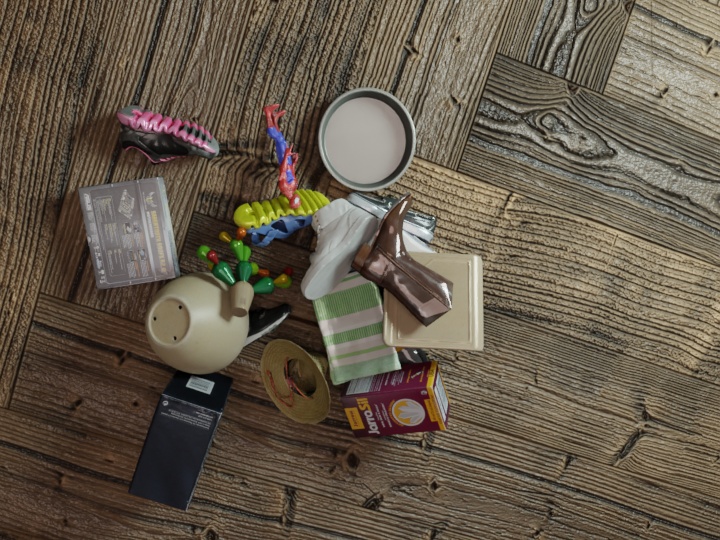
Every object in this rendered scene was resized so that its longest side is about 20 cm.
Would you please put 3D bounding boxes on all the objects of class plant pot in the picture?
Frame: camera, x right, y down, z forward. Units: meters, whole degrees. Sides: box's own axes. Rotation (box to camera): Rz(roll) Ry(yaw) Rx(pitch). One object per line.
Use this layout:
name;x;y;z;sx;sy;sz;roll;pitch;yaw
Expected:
plant pot;-0.329;0.099;1.141;0.197;0.134;0.204;-1;84;12

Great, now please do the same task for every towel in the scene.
towel;-0.016;0.109;1.164;0.151;0.023;0.203;-18;84;24

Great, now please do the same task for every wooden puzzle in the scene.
wooden puzzle;0.140;0.058;1.151;0.196;0.037;0.188;4;74;-6

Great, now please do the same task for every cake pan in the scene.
cake pan;0.012;-0.262;1.209;0.196;0.037;0.204;-1;97;-5

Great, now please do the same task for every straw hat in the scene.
straw hat;-0.112;0.210;1.229;0.085;0.199;0.204;-30;102;-45

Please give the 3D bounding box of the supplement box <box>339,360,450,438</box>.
supplement box;0.071;0.263;1.214;0.197;0.086;0.112;-11;115;21

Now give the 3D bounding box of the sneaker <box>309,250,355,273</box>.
sneaker;0.000;0.000;1.222;0.199;0.076;0.114;40;95;-6

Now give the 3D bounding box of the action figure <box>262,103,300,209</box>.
action figure;-0.146;-0.219;1.167;0.051;0.065;0.204;-10;85;6

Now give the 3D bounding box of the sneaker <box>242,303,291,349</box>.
sneaker;-0.238;0.107;1.218;0.198;0.076;0.088;-31;93;-1

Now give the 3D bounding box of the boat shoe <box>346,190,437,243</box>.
boat shoe;0.066;-0.120;1.223;0.198;0.069;0.057;25;87;-14

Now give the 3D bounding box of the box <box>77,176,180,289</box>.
box;-0.454;-0.075;1.183;0.156;0.048;0.204;-9;98;-5

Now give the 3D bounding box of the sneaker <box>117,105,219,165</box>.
sneaker;-0.375;-0.246;1.167;0.197;0.079;0.096;18;117;-7

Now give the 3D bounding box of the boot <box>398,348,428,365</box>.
boot;0.073;0.189;1.267;0.130;0.070;0.203;-22;88;0

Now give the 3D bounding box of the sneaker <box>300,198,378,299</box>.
sneaker;-0.066;-0.046;1.160;0.115;0.074;0.201;35;81;35

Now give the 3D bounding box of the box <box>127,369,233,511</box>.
box;-0.345;0.315;1.168;0.121;0.200;0.201;19;95;-8

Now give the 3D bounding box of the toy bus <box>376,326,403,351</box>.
toy bus;0.119;0.090;1.201;0.198;0.065;0.079;-27;95;-10

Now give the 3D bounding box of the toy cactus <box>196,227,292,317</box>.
toy cactus;-0.217;0.012;1.149;0.198;0.167;0.102;29;129;-30

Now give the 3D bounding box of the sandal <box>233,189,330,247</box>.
sandal;-0.153;-0.103;1.205;0.197;0.080;0.088;-13;136;-11

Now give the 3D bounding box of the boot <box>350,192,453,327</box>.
boot;0.109;-0.020;1.116;0.199;0.064;0.188;35;86;7

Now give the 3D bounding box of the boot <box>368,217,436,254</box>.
boot;0.088;-0.041;1.221;0.198;0.090;0.073;34;96;-7
